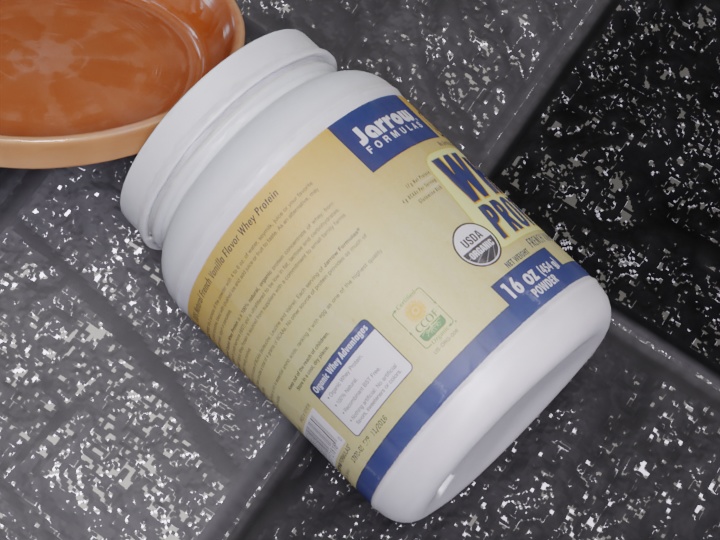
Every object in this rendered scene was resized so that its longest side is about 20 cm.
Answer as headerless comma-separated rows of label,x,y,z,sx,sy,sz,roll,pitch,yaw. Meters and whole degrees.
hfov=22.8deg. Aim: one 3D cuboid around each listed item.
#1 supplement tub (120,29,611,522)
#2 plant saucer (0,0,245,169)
supplement tub,0.000,0.000,0.818,0.144,0.144,0.200,-41,77,-18
plant saucer,-0.156,-0.108,0.869,0.199,0.032,0.201,4,39,-3
